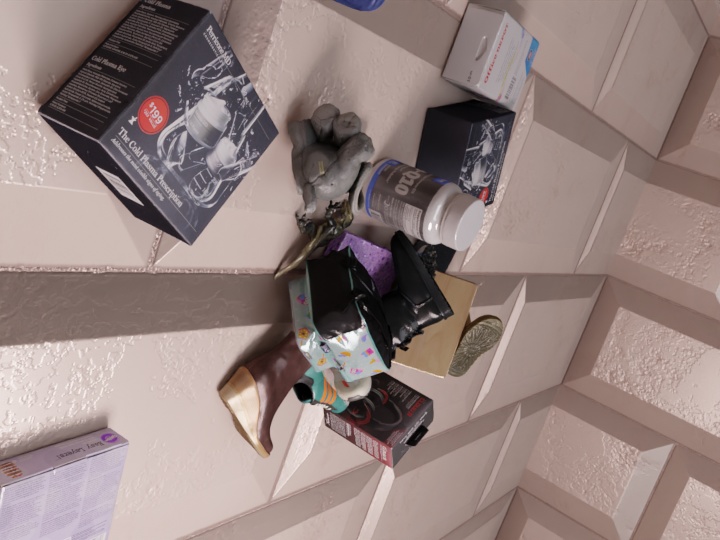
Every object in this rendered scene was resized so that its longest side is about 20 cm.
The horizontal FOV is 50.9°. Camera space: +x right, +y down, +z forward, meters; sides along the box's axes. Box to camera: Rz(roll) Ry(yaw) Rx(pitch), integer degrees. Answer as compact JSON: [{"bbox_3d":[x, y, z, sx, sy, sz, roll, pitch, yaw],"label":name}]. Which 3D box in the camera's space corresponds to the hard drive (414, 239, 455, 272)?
[{"bbox_3d":[0.141,-0.006,1.629,0.201,0.042,0.135,-61,151,-3],"label":"hard drive"}]

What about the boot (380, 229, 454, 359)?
[{"bbox_3d":[0.059,0.047,1.379,0.162,0.199,0.073,-30,179,7],"label":"boot"}]

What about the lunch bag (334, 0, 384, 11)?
[{"bbox_3d":[-0.044,-0.392,0.864,0.132,0.200,0.136,0,118,-55],"label":"lunch bag"}]

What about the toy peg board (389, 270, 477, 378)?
[{"bbox_3d":[0.105,0.086,1.538,0.098,0.198,0.201,-117,-135,-82],"label":"toy peg board"}]

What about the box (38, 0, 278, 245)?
[{"bbox_3d":[-0.213,-0.165,0.848,0.183,0.104,0.200,-56,150,-16],"label":"box"}]

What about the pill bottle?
[{"bbox_3d":[0.110,-0.114,1.331,0.114,0.199,0.114,-38,142,-38],"label":"pill bottle"}]

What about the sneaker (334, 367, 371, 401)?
[{"bbox_3d":[-0.027,0.146,1.377,0.200,0.070,0.094,-92,161,-53],"label":"sneaker"}]

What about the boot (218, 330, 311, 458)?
[{"bbox_3d":[-0.142,0.217,1.296,0.166,0.072,0.201,-38,136,-22],"label":"boot"}]

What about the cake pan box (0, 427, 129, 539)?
[{"bbox_3d":[-0.403,0.315,0.990,0.200,0.052,0.185,-11,124,-55],"label":"cake pan box"}]

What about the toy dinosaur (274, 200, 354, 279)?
[{"bbox_3d":[-0.068,-0.067,1.243,0.200,0.047,0.088,-41,150,-30],"label":"toy dinosaur"}]

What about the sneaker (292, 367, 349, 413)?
[{"bbox_3d":[-0.085,0.223,1.421,0.080,0.071,0.200,-50,140,-21],"label":"sneaker"}]

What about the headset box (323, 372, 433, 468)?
[{"bbox_3d":[0.046,0.298,1.553,0.149,0.199,0.075,-41,144,-33],"label":"headset box"}]

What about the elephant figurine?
[{"bbox_3d":[-0.032,-0.154,1.161,0.155,0.142,0.200,-31,164,0],"label":"elephant figurine"}]

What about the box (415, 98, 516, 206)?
[{"bbox_3d":[0.201,-0.221,1.496,0.182,0.104,0.201,-23,131,-48],"label":"box"}]

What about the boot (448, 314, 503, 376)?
[{"bbox_3d":[0.220,0.100,1.592,0.175,0.066,0.200,-50,-158,30],"label":"boot"}]

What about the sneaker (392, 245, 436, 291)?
[{"bbox_3d":[0.088,0.041,1.452,0.072,0.072,0.201,28,84,-53],"label":"sneaker"}]

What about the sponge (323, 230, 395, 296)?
[{"bbox_3d":[0.000,0.000,1.388,0.200,0.030,0.112,20,98,-53],"label":"sponge"}]

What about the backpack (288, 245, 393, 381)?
[{"bbox_3d":[-0.029,0.088,1.256,0.153,0.176,0.200,-26,136,11],"label":"backpack"}]

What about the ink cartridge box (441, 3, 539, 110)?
[{"bbox_3d":[0.253,-0.406,1.454,0.200,0.084,0.145,3,109,-60],"label":"ink cartridge box"}]
